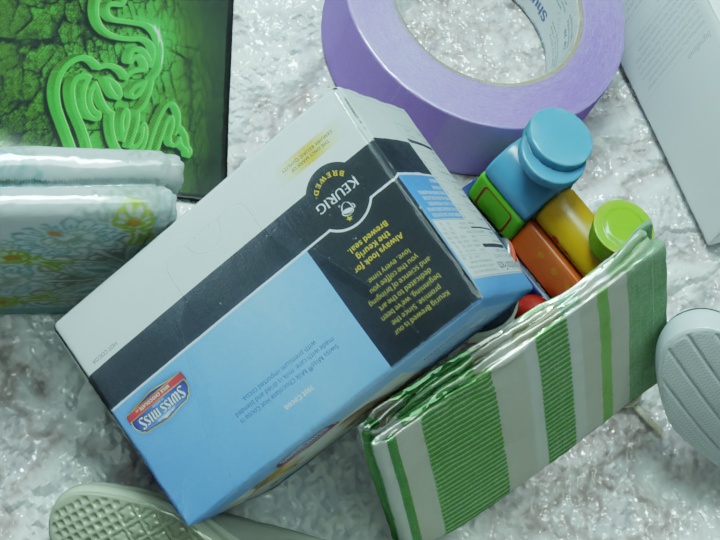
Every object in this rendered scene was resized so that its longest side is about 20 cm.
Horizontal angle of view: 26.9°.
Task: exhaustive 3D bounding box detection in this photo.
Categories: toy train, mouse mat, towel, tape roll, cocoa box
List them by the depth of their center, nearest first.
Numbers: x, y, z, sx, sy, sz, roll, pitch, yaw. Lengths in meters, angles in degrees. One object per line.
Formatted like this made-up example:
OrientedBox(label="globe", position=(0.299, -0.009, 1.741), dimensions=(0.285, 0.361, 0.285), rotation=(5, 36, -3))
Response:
OrientedBox(label="cocoa box", position=(-0.031, 0.020, 0.802), dimensions=(0.200, 0.133, 0.132), rotation=(-39, 81, 15))
OrientedBox(label="towel", position=(-0.201, -0.021, 0.804), dimensions=(0.198, 0.171, 0.049), rotation=(-1, 71, -18))
OrientedBox(label="towel", position=(0.091, 0.071, 0.844), dimensions=(0.199, 0.153, 0.023), rotation=(-34, 55, -14))
OrientedBox(label="toy train", position=(0.148, 0.000, 0.931), dimensions=(0.084, 0.116, 0.200), rotation=(-33, 77, -27))
OrientedBox(label="mouse mat", position=(-0.161, -0.141, 0.969), dimensions=(0.160, 0.008, 0.202), rotation=(6, 64, -14))
OrientedBox(label="tape roll", position=(0.076, -0.168, 1.021), dimensions=(0.198, 0.066, 0.202), rotation=(7, 63, -14))

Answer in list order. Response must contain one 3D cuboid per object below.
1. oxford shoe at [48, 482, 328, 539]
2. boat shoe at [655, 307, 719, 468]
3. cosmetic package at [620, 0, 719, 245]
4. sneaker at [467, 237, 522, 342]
OrientedBox(label="oxford shoe", position=(-0.073, 0.162, 0.823), dimensions=(0.198, 0.076, 0.058), rotation=(16, 19, 0))
OrientedBox(label="boat shoe", position=(0.235, 0.079, 0.916), dimensions=(0.200, 0.072, 0.071), rotation=(50, 36, -36))
OrientedBox(label="cosmetic package", position=(0.305, -0.147, 1.047), dimensions=(0.198, 0.123, 0.201), rotation=(-13, 68, -22))
OrientedBox(label="sneaker", position=(0.000, 0.000, 0.894), dimensions=(0.198, 0.085, 0.076), rotation=(-2, 67, -6))
